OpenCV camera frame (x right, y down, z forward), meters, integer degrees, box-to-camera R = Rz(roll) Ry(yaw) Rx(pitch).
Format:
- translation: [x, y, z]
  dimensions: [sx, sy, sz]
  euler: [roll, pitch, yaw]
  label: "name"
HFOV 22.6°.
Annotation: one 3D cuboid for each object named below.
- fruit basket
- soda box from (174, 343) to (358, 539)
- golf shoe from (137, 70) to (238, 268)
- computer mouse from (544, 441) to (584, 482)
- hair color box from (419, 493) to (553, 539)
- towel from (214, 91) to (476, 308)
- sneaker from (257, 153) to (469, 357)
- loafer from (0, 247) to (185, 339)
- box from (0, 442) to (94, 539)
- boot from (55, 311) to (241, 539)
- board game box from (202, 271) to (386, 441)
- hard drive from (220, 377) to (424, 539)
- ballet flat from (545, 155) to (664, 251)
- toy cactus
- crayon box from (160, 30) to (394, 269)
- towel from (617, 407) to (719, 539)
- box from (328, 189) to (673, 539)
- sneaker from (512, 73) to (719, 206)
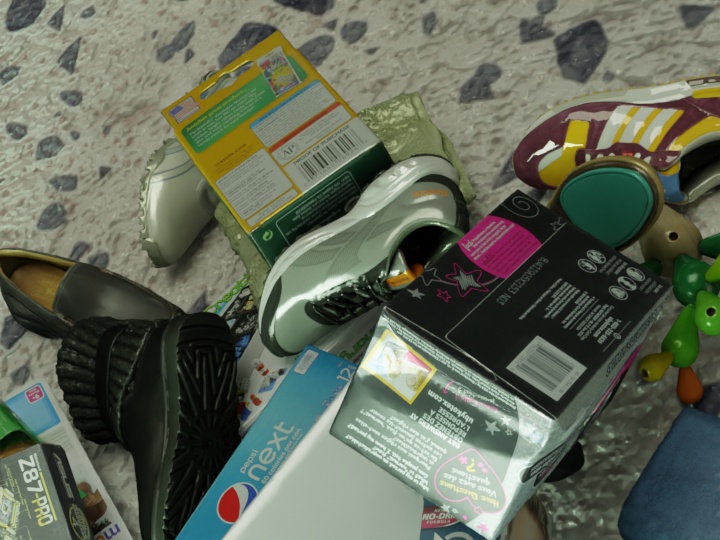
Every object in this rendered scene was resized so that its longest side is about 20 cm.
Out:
- translation: [-0.289, 0.199, 1.407]
  dimensions: [0.185, 0.094, 0.200]
  euler: [-35, 50, -1]
  label: "fruit basket"
- translation: [-0.057, 0.159, 1.332]
  dimensions: [0.064, 0.068, 0.200]
  euler: [20, 67, 37]
  label: "soda box"
- translation: [-0.123, -0.089, 1.555]
  dimensions: [0.097, 0.078, 0.201]
  euler: [8, 61, 25]
  label: "golf shoe"
- translation: [0.073, 0.124, 1.228]
  dimensions: [0.059, 0.199, 0.034]
  euler: [18, 98, 57]
  label: "computer mouse"
- translation: [0.077, 0.233, 1.176]
  dimensions: [0.060, 0.100, 0.201]
  euler: [-6, 57, 23]
  label: "hair color box"
- translation: [-0.016, -0.057, 1.452]
  dimensions: [0.200, 0.037, 0.149]
  euler: [-31, 45, 2]
  label: "towel"
- translation: [0.000, 0.000, 1.347]
  dimensions: [0.200, 0.074, 0.079]
  euler: [-42, 45, 19]
  label: "sneaker"
- translation: [-0.234, 0.028, 1.521]
  dimensions: [0.199, 0.072, 0.073]
  euler: [10, 60, 32]
  label: "loafer"
- translation: [-0.266, 0.248, 1.329]
  dimensions: [0.161, 0.049, 0.201]
  euler: [-25, 76, 11]
  label: "box"
- translation: [-0.168, 0.134, 1.396]
  dimensions: [0.157, 0.079, 0.212]
  euler: [-9, 73, 42]
  label: "boot"
- translation: [-0.055, 0.041, 1.443]
  dimensions: [0.200, 0.035, 0.126]
  euler: [-43, 47, -8]
  label: "board game box"
- translation: [-0.002, 0.175, 1.270]
  dimensions: [0.132, 0.025, 0.200]
  euler: [39, 75, 1]
  label: "hard drive"
- translation: [0.168, -0.040, 1.308]
  dimensions: [0.063, 0.200, 0.069]
  euler: [-34, 87, -34]
  label: "ballet flat"
- translation: [0.242, 0.005, 1.296]
  dimensions: [0.200, 0.102, 0.165]
  euler: [-30, 28, 7]
  label: "toy cactus"
- translation: [-0.067, -0.100, 1.456]
  dimensions: [0.126, 0.052, 0.200]
  euler: [-35, 43, -3]
  label: "crayon box"
- translation: [0.271, 0.171, 1.165]
  dimensions: [0.200, 0.049, 0.112]
  euler: [26, 70, 38]
  label: "towel"
- translation: [0.094, 0.058, 1.163]
  dimensions: [0.132, 0.115, 0.200]
  euler: [33, 37, 14]
  label: "box"
- translation: [0.212, -0.088, 1.377]
  dimensions: [0.199, 0.075, 0.090]
  euler: [-15, 44, 18]
  label: "sneaker"
